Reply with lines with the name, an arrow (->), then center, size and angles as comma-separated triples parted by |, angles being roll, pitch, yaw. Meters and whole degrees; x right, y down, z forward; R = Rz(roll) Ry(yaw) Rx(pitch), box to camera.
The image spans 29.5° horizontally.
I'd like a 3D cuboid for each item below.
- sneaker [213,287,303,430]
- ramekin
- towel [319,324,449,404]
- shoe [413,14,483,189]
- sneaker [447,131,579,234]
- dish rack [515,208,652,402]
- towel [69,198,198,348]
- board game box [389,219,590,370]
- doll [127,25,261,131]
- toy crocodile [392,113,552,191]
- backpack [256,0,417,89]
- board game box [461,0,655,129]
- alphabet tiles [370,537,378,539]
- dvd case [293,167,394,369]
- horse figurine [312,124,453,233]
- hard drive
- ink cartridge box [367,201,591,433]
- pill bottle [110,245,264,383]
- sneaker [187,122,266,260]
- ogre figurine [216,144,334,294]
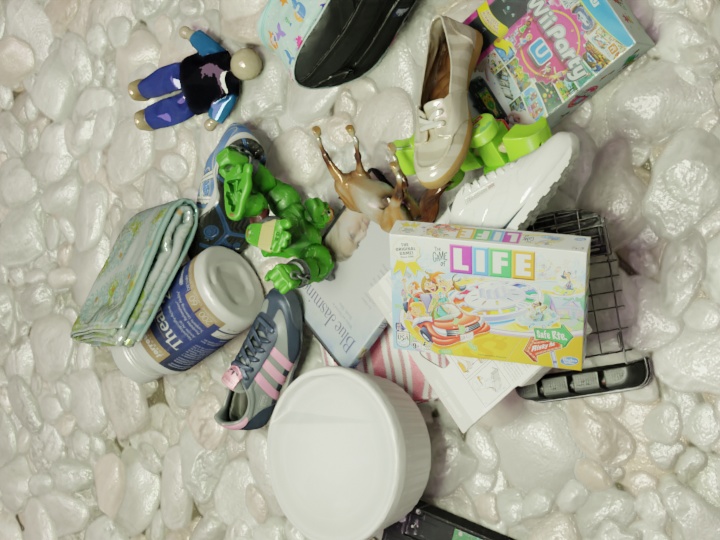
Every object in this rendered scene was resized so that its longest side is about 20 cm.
sneaker -> -0.126, 0.113, 1.670 | 0.070, 0.081, 0.202 | 36, 123, 40
ramekin -> -0.007, 0.210, 1.575 | 0.200, 0.094, 0.206 | 0, 90, 39
towel -> 0.031, 0.091, 1.617 | 0.198, 0.030, 0.148 | -14, 86, 34
shoe -> 0.081, -0.177, 1.414 | 0.069, 0.053, 0.202 | -16, 52, 41
sneaker -> 0.142, -0.073, 1.392 | 0.081, 0.076, 0.200 | 46, 112, 13
dish rack -> 0.221, 0.038, 1.474 | 0.152, 0.054, 0.203 | -12, 86, 33
towel -> -0.286, 0.005, 1.719 | 0.170, 0.048, 0.202 | -5, 56, 58
board game box -> 0.129, 0.024, 1.377 | 0.197, 0.034, 0.136 | 5, 119, 15
doll -> -0.209, -0.241, 1.732 | 0.198, 0.048, 0.138 | -13, 88, 34
toy crocodile -> 0.113, -0.132, 1.455 | 0.198, 0.062, 0.068 | -4, 132, 45
backpack -> -0.024, -0.306, 1.531 | 0.151, 0.176, 0.201 | 46, 126, 25
board game box -> 0.191, -0.238, 1.462 | 0.200, 0.064, 0.149 | -39, 74, 29
alphabet tiles -> 0.041, 0.402, 1.651 | 0.199, 0.008, 0.169 | 38, 113, 24
dvd case -> 0.000, 0.000, 1.613 | 0.143, 0.017, 0.201 | 48, 114, 31
horse figurine -> 0.020, -0.091, 1.516 | 0.199, 0.050, 0.134 | 26, 146, 39
hard drive -> 0.110, 0.358, 1.577 | 0.198, 0.038, 0.142 | 17, 99, 30
ink cartridge box -> 0.125, 0.042, 1.480 | 0.176, 0.045, 0.201 | -45, 68, 26
pill bottle -> -0.224, 0.063, 1.732 | 0.199, 0.110, 0.112 | -34, 76, 31
sneaker -> -0.167, -0.092, 1.716 | 0.077, 0.075, 0.202 | -110, 39, -52
ogre figurine -> -0.095, -0.055, 1.609 | 0.200, 0.119, 0.099 | 41, 104, 34
